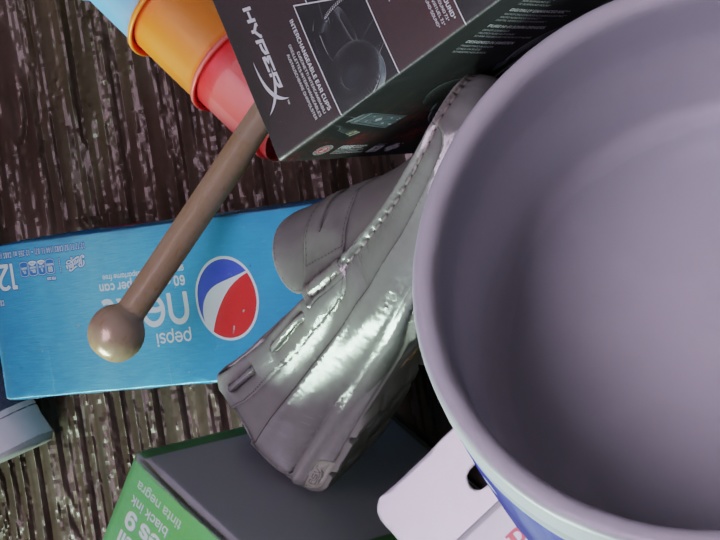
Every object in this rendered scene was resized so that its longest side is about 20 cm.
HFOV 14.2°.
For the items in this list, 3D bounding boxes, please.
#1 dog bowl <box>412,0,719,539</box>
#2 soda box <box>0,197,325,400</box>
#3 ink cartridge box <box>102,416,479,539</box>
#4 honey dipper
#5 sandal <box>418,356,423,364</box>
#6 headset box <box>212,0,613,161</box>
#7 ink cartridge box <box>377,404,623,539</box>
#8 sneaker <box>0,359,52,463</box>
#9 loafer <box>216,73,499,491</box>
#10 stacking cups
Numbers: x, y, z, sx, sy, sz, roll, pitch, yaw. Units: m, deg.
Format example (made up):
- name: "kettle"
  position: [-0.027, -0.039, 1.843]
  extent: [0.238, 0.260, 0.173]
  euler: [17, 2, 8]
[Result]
- name: "dog bowl"
  position: [0.121, 0.010, 0.922]
  extent: [0.199, 0.079, 0.201]
  euler: [-6, 62, 12]
- name: "soda box"
  position: [-0.061, 0.011, 1.191]
  extent: [0.199, 0.064, 0.068]
  euler: [-6, 93, 40]
- name: "ink cartridge box"
  position: [-0.050, 0.163, 1.150]
  extent: [0.084, 0.146, 0.201]
  euler: [38, 118, 28]
- name: "honey dipper"
  position: [-0.046, -0.050, 1.127]
  extent: [0.038, 0.038, 0.200]
  euler: [33, 86, 31]
- name: "sandal"
  position: [0.095, -0.011, 1.063]
  extent: [0.206, 0.059, 0.080]
  euler: [-18, 66, 41]
- name: "headset box"
  position: [0.070, -0.119, 1.009]
  extent: [0.200, 0.148, 0.078]
  euler: [-33, 74, 37]
- name: "ink cartridge box"
  position: [0.089, 0.125, 0.993]
  extent: [0.116, 0.068, 0.200]
  euler: [-45, 73, 18]
- name: "sneaker"
  position: [-0.247, 0.049, 1.332]
  extent: [0.202, 0.077, 0.147]
  euler: [-27, 90, 29]
- name: "loafer"
  position: [0.000, 0.000, 1.040]
  extent: [0.070, 0.070, 0.200]
  euler: [38, 131, 9]
- name: "stacking cups"
  position: [-0.087, -0.123, 1.206]
  extent: [0.200, 0.060, 0.061]
  euler: [44, 121, 20]
